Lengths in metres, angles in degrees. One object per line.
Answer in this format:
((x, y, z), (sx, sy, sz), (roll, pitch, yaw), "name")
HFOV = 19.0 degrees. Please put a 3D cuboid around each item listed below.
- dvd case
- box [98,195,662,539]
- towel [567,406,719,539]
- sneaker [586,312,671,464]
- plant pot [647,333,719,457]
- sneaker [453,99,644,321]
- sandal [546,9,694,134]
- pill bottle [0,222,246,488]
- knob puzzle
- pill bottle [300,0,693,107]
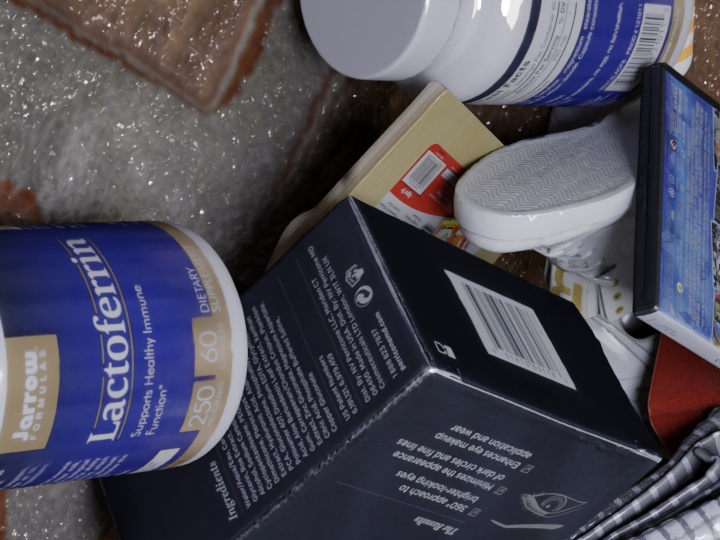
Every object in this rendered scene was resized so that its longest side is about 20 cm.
((0.210, -0.008, 1.155), (0.200, 0.017, 0.143), (29, 56, -42), "dvd case")
((0.007, 0.091, 1.081), (0.200, 0.118, 0.196), (-43, 141, 21), "box")
((0.188, 0.189, 1.241), (0.165, 0.086, 0.201), (-29, 132, -8), "towel")
((0.186, 0.067, 1.341), (0.200, 0.078, 0.100), (23, 84, -48), "sneaker")
((0.308, 0.061, 1.322), (0.200, 0.175, 0.201), (54, 38, -36), "plant pot")
((0.117, -0.014, 1.153), (0.199, 0.074, 0.116), (-20, 131, -44), "sneaker")
((0.152, -0.121, 1.240), (0.059, 0.079, 0.208), (-14, 123, -42), "sandal")
((-0.158, 0.039, 0.948), (0.199, 0.115, 0.116), (-4, 108, -43), "pill bottle")
((0.000, 0.000, 1.136), (0.219, 0.030, 0.220), (-34, 151, -22), "knob puzzle")
((0.071, -0.144, 1.116), (0.199, 0.115, 0.116), (-2, 107, -44), "pill bottle")
